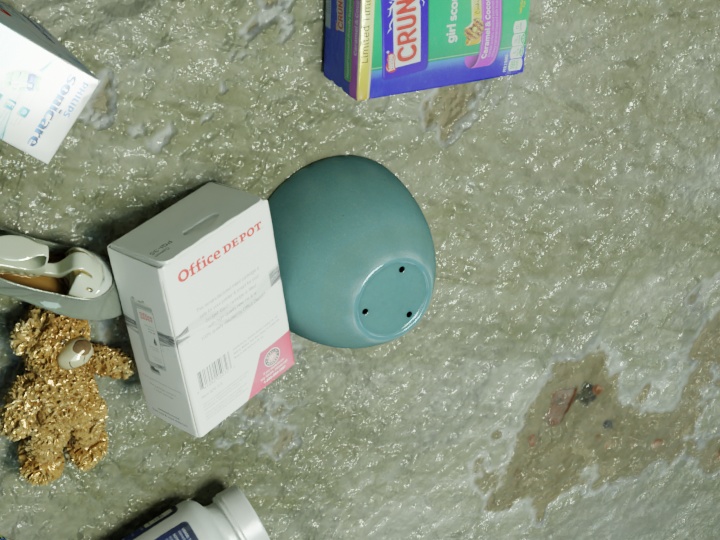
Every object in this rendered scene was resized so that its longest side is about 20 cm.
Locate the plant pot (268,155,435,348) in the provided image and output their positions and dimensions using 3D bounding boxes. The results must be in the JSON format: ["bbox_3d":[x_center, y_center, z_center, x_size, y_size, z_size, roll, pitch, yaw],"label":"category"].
[{"bbox_3d":[0.000,0.000,1.445,0.199,0.135,0.202,-15,122,-25],"label":"plant pot"}]

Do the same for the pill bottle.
[{"bbox_3d":[-0.198,0.317,1.505,0.199,0.111,0.112,-31,128,-15],"label":"pill bottle"}]

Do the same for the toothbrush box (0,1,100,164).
[{"bbox_3d":[-0.328,-0.185,1.121,0.199,0.146,0.086,31,97,-39],"label":"toothbrush box"}]

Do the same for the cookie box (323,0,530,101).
[{"bbox_3d":[0.068,-0.270,1.379,0.199,0.075,0.172,-13,122,-26],"label":"cookie box"}]

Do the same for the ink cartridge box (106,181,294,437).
[{"bbox_3d":[-0.150,0.035,1.375,0.146,0.082,0.201,-36,131,-37],"label":"ink cartridge box"}]

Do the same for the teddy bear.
[{"bbox_3d":[-0.286,0.123,1.370,0.144,0.067,0.201,4,113,-37],"label":"teddy bear"}]

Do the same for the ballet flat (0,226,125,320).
[{"bbox_3d":[-0.285,0.001,1.295,0.199,0.068,0.064,14,148,-35],"label":"ballet flat"}]

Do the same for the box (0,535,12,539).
[{"bbox_3d":[-0.393,0.295,1.397,0.200,0.064,0.070,35,94,-41],"label":"box"}]
